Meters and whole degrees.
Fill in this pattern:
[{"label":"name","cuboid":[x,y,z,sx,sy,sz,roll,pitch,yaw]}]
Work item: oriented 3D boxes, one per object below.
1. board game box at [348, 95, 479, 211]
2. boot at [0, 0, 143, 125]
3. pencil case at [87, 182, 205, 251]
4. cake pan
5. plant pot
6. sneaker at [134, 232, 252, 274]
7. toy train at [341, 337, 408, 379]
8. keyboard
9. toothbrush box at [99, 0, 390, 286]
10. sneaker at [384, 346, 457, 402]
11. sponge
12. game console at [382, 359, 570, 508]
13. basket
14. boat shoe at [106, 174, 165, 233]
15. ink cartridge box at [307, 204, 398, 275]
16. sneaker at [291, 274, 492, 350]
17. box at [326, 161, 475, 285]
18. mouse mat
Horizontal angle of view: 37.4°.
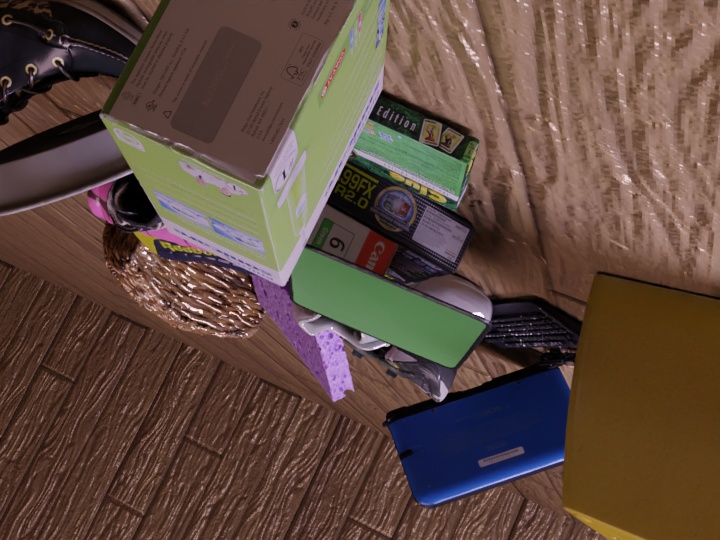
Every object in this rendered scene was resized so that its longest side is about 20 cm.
[{"label":"board game box","cuboid":[-0.016,-0.105,0.734,0.199,0.024,0.105,26,166,6]},{"label":"boot","cuboid":[-0.250,-0.133,0.787,0.203,0.154,0.074,23,167,18]},{"label":"pencil case","cuboid":[-0.172,-0.073,1.049,0.199,0.091,0.094,19,-154,28]},{"label":"cake pan","cuboid":[-0.215,-0.098,0.845,0.200,0.200,0.037,8,122,55]},{"label":"plant pot","cuboid":[0.267,0.141,0.810,0.199,0.177,0.200,15,164,43]},{"label":"sneaker","cuboid":[-0.141,-0.050,1.115,0.199,0.083,0.074,12,149,18]},{"label":"toy train","cuboid":[0.002,0.059,1.267,0.199,0.086,0.114,30,180,-25]},{"label":"keyboard","cuboid":[0.178,0.069,1.068,0.127,0.021,0.200,29,168,-13]},{"label":"toothbrush box","cuboid":[-0.050,-0.091,0.569,0.086,0.146,0.200,24,168,6]},{"label":"sneaker","cuboid":[0.077,0.081,1.135,0.074,0.085,0.200,39,180,0]},{"label":"sponge","cuboid":[-0.073,0.041,1.152,0.200,0.030,0.112,47,158,47]},{"label":"game console","cuboid":[0.135,0.181,1.175,0.119,0.199,0.171,77,174,-52]},{"label":"basket","cuboid":[-0.213,-0.006,1.270,0.200,0.143,0.149,35,164,-36]},{"label":"boat shoe","cuboid":[-0.191,-0.068,0.940,0.200,0.060,0.074,-12,107,55]},{"label":"ink cartridge box","cuboid":[-0.023,-0.010,0.873,0.199,0.051,0.109,28,166,-13]},{"label":"sneaker","cuboid":[0.029,0.043,1.015,0.199,0.081,0.071,7,133,-6]},{"label":"box","cuboid":[-0.021,-0.055,0.903,0.199,0.044,0.160,29,168,-11]},{"label":"mouse mat","cuboid":[0.016,0.031,0.835,0.160,0.008,0.200,23,166,3]}]
